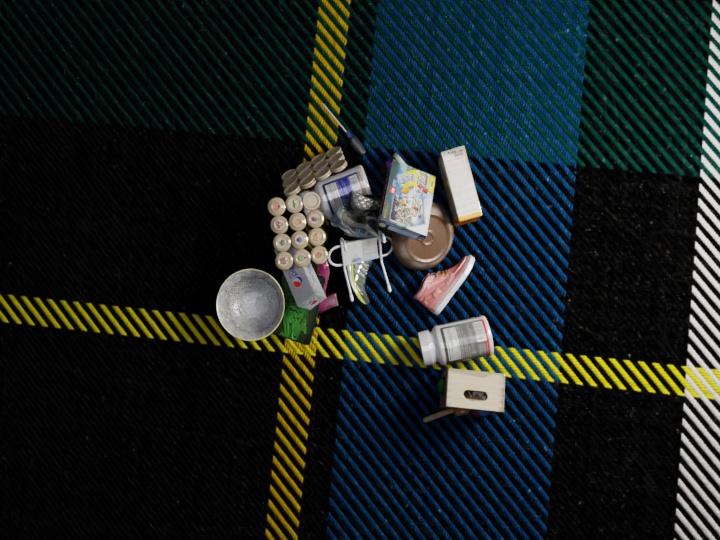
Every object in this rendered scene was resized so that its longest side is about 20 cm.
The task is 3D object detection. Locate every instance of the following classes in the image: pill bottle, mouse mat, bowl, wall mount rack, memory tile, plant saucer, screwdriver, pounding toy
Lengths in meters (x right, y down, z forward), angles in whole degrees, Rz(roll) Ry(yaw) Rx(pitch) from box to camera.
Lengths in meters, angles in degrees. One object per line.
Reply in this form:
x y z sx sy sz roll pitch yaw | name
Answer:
-0.070 -0.215 1.694 0.198 0.120 0.121 -19 87 2 | pill bottle
-0.186 0.101 1.705 0.159 0.008 0.203 13 89 31 | mouse mat
-0.309 0.098 1.703 0.198 0.094 0.204 0 88 2 | bowl
0.012 -0.017 1.650 0.197 0.075 0.176 -13 116 -12 | wall mount rack
-0.172 -0.109 1.623 0.151 0.017 0.203 -8 92 -3 | memory tile
0.185 -0.095 1.673 0.198 0.037 0.203 -6 107 -19 | plant saucer
-0.051 -0.423 1.745 0.028 0.029 0.201 -39 91 0 | screwdriver
0.283 0.357 1.632 0.197 0.184 0.144 5 75 3 | pounding toy
-0.135 -0.286 1.691 0.198 0.154 0.017 -27 124 4 | memory tile
0.267 0.203 1.661 0.197 0.114 0.116 -12 87 3 | pill bottle

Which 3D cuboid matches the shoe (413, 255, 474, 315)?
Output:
0.240 0.023 1.691 0.091 0.071 0.201 35 94 -2 | shoe

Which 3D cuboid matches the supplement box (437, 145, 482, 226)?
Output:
0.282 -0.237 1.675 0.073 0.126 0.203 -14 87 3 | supplement box

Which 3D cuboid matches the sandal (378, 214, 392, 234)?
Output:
0.140 -0.139 1.712 0.209 0.070 0.079 12 106 -18 | sandal

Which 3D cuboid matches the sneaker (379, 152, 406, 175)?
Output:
0.129 -0.237 1.716 0.099 0.070 0.201 -37 84 8 | sneaker

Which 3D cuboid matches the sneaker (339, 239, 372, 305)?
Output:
0.000 0.000 1.706 0.080 0.074 0.203 -15 88 -1 | sneaker

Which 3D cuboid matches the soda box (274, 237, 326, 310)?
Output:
-0.173 0.009 1.674 0.068 0.063 0.201 -36 63 17 | soda box

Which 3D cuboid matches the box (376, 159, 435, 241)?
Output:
0.127 -0.193 1.609 0.135 0.038 0.202 19 62 -12 | box

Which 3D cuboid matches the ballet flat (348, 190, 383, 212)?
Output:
0.060 -0.200 1.628 0.198 0.066 0.058 -11 120 -24 | ballet flat

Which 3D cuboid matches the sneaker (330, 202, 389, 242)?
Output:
0.000 -0.129 1.689 0.199 0.086 0.079 26 51 -35 | sneaker

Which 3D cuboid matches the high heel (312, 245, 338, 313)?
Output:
-0.134 0.024 1.713 0.095 0.067 0.203 -16 99 -8 | high heel
